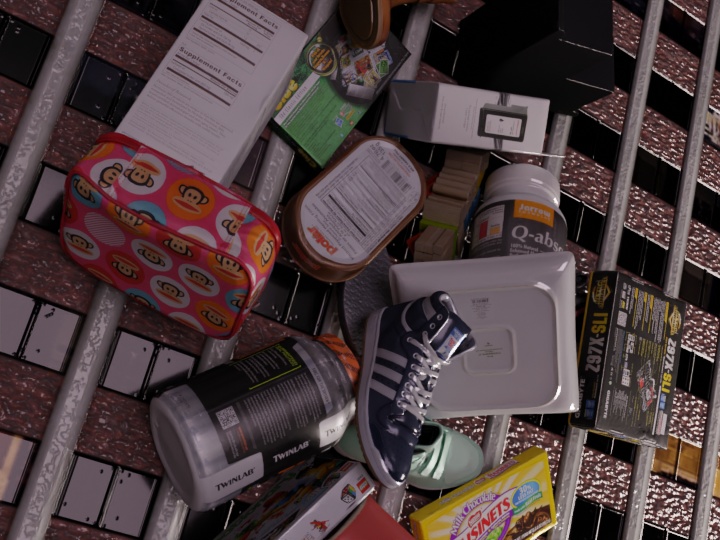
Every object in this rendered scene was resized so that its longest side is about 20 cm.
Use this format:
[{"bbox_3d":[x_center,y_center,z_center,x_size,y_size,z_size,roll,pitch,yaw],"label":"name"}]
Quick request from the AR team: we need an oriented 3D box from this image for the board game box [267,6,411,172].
[{"bbox_3d":[-0.030,-0.222,1.033,0.105,0.023,0.201,44,64,-17],"label":"board game box"}]

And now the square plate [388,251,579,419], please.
[{"bbox_3d":[0.137,0.081,0.966,0.196,0.029,0.201,-4,116,8],"label":"square plate"}]

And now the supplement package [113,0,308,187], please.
[{"bbox_3d":[-0.152,-0.165,0.895,0.108,0.114,0.202,29,68,-6],"label":"supplement package"}]

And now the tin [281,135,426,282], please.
[{"bbox_3d":[-0.004,-0.073,0.985,0.112,0.042,0.200,45,57,-1],"label":"tin"}]

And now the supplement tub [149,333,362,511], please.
[{"bbox_3d":[-0.098,0.142,0.881,0.198,0.122,0.124,-21,92,-29],"label":"supplement tub"}]

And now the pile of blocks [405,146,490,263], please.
[{"bbox_3d":[0.099,-0.070,1.068,0.061,0.083,0.202,15,58,19],"label":"pile of blocks"}]

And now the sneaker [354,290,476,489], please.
[{"bbox_3d":[0.057,0.107,0.868,0.070,0.107,0.202,44,35,-39],"label":"sneaker"}]

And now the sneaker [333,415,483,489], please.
[{"bbox_3d":[0.077,0.199,0.970,0.198,0.118,0.075,18,72,-26],"label":"sneaker"}]

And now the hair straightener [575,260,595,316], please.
[{"bbox_3d":[0.256,0.036,1.129,0.198,0.041,0.078,-21,109,-30],"label":"hair straightener"}]

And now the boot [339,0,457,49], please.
[{"bbox_3d":[0.053,-0.336,1.051,0.153,0.073,0.203,9,64,-33],"label":"boot"}]

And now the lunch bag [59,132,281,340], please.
[{"bbox_3d":[-0.182,-0.018,0.832,0.198,0.177,0.083,29,52,-2],"label":"lunch bag"}]

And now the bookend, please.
[{"bbox_3d":[0.255,-0.281,1.098,0.196,0.199,0.094,7,79,-26],"label":"bookend"}]

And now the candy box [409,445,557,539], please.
[{"bbox_3d":[0.147,0.291,1.034,0.198,0.026,0.104,-20,105,-30],"label":"candy box"}]

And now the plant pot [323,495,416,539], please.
[{"bbox_3d":[0.001,0.336,0.877,0.200,0.200,0.178,-37,91,-28],"label":"plant pot"}]

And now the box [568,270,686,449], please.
[{"bbox_3d":[0.350,0.117,1.152,0.158,0.049,0.204,19,78,-37],"label":"box"}]

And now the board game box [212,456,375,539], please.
[{"bbox_3d":[-0.090,0.260,0.865,0.199,0.126,0.035,-39,101,-28],"label":"board game box"}]

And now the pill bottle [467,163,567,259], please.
[{"bbox_3d":[0.185,-0.018,1.051,0.115,0.116,0.203,25,57,-23],"label":"pill bottle"}]

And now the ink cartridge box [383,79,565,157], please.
[{"bbox_3d":[0.142,-0.181,1.060,0.197,0.116,0.069,2,102,-29],"label":"ink cartridge box"}]

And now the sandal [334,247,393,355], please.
[{"bbox_3d":[0.001,0.000,1.007,0.075,0.043,0.204,5,69,-28],"label":"sandal"}]
